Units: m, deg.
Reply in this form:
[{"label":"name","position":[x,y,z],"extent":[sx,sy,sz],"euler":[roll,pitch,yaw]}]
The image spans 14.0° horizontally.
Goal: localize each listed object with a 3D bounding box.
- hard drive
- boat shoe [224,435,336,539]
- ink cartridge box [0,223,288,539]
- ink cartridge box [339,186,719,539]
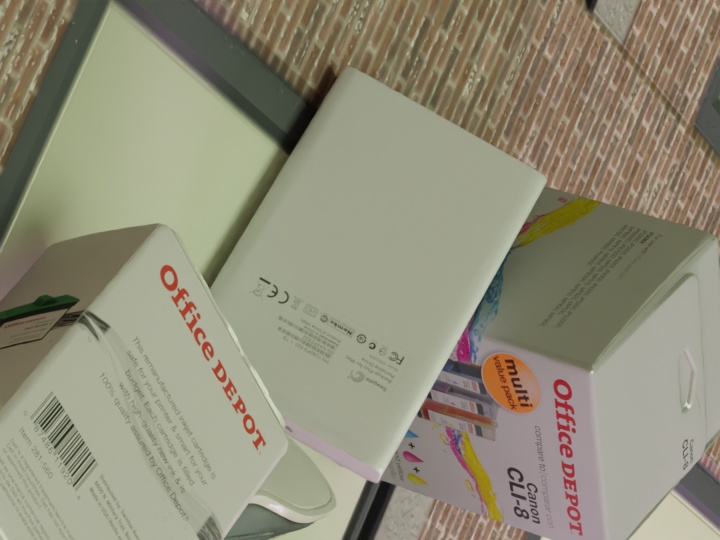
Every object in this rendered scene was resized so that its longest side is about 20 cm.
[{"label":"hard drive","position":[0.000,0.000,1.617],"extent":[0.200,0.132,0.026],"euler":[-60,177,-22]},{"label":"boat shoe","position":[-0.083,0.126,1.619],"extent":[0.062,0.073,0.200],"euler":[-43,161,20]},{"label":"ink cartridge box","position":[-0.137,0.093,1.420],"extent":[0.200,0.084,0.146],"euler":[-53,124,-45]},{"label":"ink cartridge box","position":[0.095,0.048,1.713],"extent":[0.145,0.199,0.146],"euler":[-44,137,-39]}]
